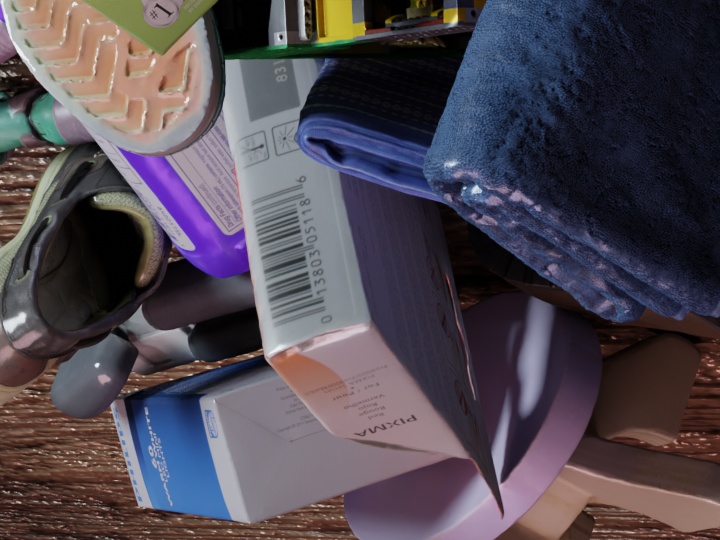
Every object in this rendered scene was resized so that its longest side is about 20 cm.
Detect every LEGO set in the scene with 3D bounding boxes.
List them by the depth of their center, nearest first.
[{"bbox_3d":[0.027,-0.137,0.950,0.153,0.117,0.200,-4,-178,-29],"label":"LEGO set"}]

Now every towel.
[{"bbox_3d":[0.098,-0.092,0.849,0.111,0.201,0.048,31,166,-31],"label":"towel"},{"bbox_3d":[0.052,-0.050,1.033,0.144,0.024,0.200,18,-163,0],"label":"towel"}]

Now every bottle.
[{"bbox_3d":[-0.094,-0.088,1.115,0.065,0.084,0.200,-33,123,4],"label":"bottle"}]

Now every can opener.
[{"bbox_3d":[-0.077,0.032,1.233,0.053,0.067,0.200,34,155,-23],"label":"can opener"}]

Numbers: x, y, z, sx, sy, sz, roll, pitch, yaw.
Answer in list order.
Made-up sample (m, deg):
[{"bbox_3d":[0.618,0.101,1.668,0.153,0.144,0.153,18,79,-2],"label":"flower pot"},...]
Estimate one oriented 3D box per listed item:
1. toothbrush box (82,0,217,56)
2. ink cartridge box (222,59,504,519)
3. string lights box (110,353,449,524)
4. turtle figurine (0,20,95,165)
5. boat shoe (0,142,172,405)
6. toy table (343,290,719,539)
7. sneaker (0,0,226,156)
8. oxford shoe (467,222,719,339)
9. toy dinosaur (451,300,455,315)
[{"bbox_3d":[-0.113,-0.182,0.838,0.199,0.146,0.086,33,118,-31],"label":"toothbrush box"},{"bbox_3d":[0.000,0.000,1.118,0.050,0.163,0.200,-16,150,9],"label":"ink cartridge box"},{"bbox_3d":[-0.040,0.070,1.258,0.102,0.059,0.200,-17,-178,-18],"label":"string lights box"},{"bbox_3d":[-0.197,-0.072,1.214,0.199,0.101,0.149,-15,153,34],"label":"turtle figurine"},{"bbox_3d":[-0.112,-0.009,1.185,0.066,0.201,0.072,-18,109,32],"label":"boat shoe"},{"bbox_3d":[0.086,0.095,1.270,0.117,0.185,0.200,28,169,-20],"label":"toy table"},{"bbox_3d":[-0.101,-0.123,0.980,0.071,0.201,0.080,-35,164,10],"label":"sneaker"},{"bbox_3d":[0.149,-0.004,1.180,0.199,0.073,0.084,15,171,11],"label":"oxford shoe"},{"bbox_3d":[-0.020,0.002,1.277,0.200,0.077,0.102,38,162,-30],"label":"toy dinosaur"}]
